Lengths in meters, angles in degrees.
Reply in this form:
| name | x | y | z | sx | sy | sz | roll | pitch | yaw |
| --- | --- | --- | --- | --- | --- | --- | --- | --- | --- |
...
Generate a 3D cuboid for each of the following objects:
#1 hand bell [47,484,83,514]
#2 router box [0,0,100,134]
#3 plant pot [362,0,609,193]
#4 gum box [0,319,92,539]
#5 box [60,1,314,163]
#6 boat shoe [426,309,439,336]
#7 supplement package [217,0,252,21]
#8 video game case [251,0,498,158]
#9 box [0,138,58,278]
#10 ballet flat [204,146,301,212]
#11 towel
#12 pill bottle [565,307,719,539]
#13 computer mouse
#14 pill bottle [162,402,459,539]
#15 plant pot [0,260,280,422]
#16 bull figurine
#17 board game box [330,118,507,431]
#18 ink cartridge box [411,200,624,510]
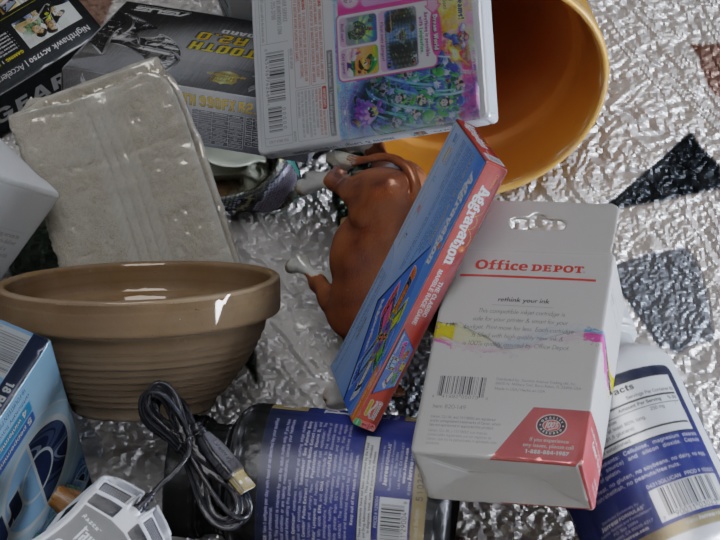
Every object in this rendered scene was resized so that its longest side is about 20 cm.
| name | x | y | z | sx | sy | sz | roll | pitch | yaw |
| --- | --- | --- | --- | --- | --- | --- | --- | --- | --- |
| hand bell | -0.120 | 0.202 | 1.581 | 0.199 | 0.104 | 0.104 | 34 | 63 | 2 |
| router box | -0.321 | -0.175 | 1.901 | 0.199 | 0.051 | 0.149 | -33 | 62 | -15 |
| plant pot | 0.074 | -0.190 | 1.822 | 0.198 | 0.201 | 0.184 | -10 | 41 | -3 |
| gum box | -0.253 | 0.157 | 1.595 | 0.044 | 0.201 | 0.171 | 21 | 60 | 17 |
| box | -0.114 | -0.148 | 1.834 | 0.198 | 0.049 | 0.159 | 10 | 26 | 11 |
| boat shoe | 0.065 | 0.022 | 1.744 | 0.062 | 0.071 | 0.200 | -30 | 66 | -20 |
| supplement package | -0.042 | -0.320 | 1.894 | 0.190 | 0.201 | 0.148 | -17 | 57 | -9 |
| video game case | 0.006 | -0.190 | 1.694 | 0.181 | 0.024 | 0.202 | -8 | 78 | 23 |
| box | -0.347 | -0.030 | 1.727 | 0.152 | 0.106 | 0.201 | 42 | 102 | 27 |
| ballet flat | -0.145 | -0.079 | 1.820 | 0.198 | 0.072 | 0.073 | -3 | 57 | 1 |
| towel | -0.171 | -0.047 | 1.756 | 0.132 | 0.034 | 0.202 | -18 | 94 | 7 |
| pill bottle | 0.182 | 0.121 | 1.632 | 0.110 | 0.111 | 0.201 | -19 | 66 | -9 |
| computer mouse | -0.165 | 0.174 | 1.538 | 0.200 | 0.044 | 0.110 | -42 | 85 | -18 |
| pill bottle | -0.032 | 0.151 | 1.639 | 0.198 | 0.112 | 0.113 | 5 | 57 | 6 |
| plant pot | -0.153 | 0.051 | 1.646 | 0.199 | 0.201 | 0.094 | -1 | 97 | 3 |
| bull figurine | 0.000 | 0.000 | 1.720 | 0.065 | 0.201 | 0.121 | -6 | 30 | -40 |
| board game box | 0.038 | 0.002 | 1.616 | 0.019 | 0.201 | 0.103 | 23 | 14 | -16 |
| ink cartridge box | 0.111 | 0.053 | 1.579 | 0.115 | 0.068 | 0.201 | 3 | 58 | 17 |
